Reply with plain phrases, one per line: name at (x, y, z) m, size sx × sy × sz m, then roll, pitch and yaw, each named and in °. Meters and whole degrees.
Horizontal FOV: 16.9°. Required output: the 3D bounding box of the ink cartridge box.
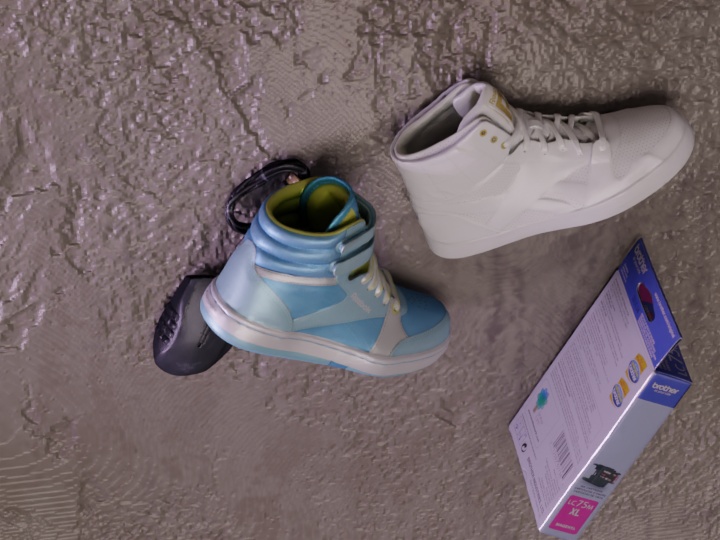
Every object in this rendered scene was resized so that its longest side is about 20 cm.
ink cartridge box at (0.181, 0.088, 1.773) m, size 0.042 × 0.119 × 0.200 m, roll 16°, pitch 124°, yaw -22°

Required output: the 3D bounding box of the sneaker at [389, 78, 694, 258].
sneaker at (0.121, -0.087, 1.649) m, size 0.200 × 0.074 × 0.116 m, roll -22°, pitch 133°, yaw 8°

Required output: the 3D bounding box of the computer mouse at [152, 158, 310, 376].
computer mouse at (-0.090, 0.003, 1.704) m, size 0.059 × 0.034 × 0.200 m, roll 17°, pitch 123°, yaw -23°

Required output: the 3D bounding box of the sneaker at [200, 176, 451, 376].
sneaker at (0.000, 0.000, 1.683) m, size 0.200 × 0.080 × 0.131 m, roll 6°, pitch 124°, yaw -36°
